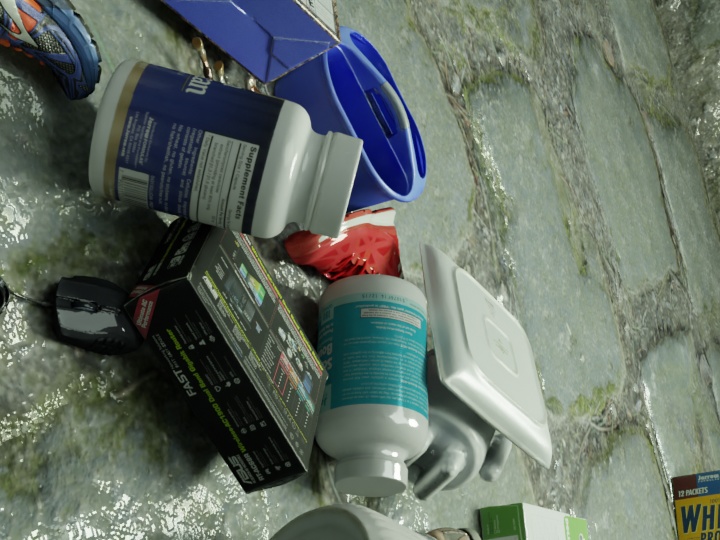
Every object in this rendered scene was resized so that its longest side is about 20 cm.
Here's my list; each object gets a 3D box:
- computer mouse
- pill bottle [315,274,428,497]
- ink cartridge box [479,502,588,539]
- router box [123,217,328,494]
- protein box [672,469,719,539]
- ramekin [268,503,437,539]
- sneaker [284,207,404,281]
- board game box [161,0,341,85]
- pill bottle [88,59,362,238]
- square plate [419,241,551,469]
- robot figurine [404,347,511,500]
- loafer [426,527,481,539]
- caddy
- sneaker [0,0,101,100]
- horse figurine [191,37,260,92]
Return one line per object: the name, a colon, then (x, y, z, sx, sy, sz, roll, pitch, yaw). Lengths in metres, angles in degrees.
computer mouse: (-0.224, 0.019, 0.797, 0.200, 0.034, 0.059, 25, 56, -53)
pill bottle: (0.011, 0.113, 1.073, 0.111, 0.110, 0.201, 36, 46, -47)
ink cartridge box: (0.222, 0.353, 1.365, 0.200, 0.059, 0.104, 26, 54, -53)
router box: (-0.104, 0.060, 0.919, 0.201, 0.062, 0.150, 62, 18, -21)
protein box: (0.668, 0.484, 1.983, 0.198, 0.134, 0.201, 36, 47, -47)
ramekin: (-0.017, 0.280, 0.868, 0.105, 0.200, 0.201, 42, 42, -30)
sneaker: (0.000, 0.000, 1.145, 0.200, 0.078, 0.116, -19, 91, -59)
board game box: (-0.109, -0.314, 1.065, 0.159, 0.097, 0.201, 35, 40, -48)
pill bottle: (-0.103, -0.089, 0.873, 0.111, 0.199, 0.112, -165, -90, -87)
square plate: (0.137, 0.084, 1.167, 0.200, 0.028, 0.199, 41, 29, -35)
robot figurine: (0.090, 0.155, 1.185, 0.170, 0.113, 0.200, 43, 36, -4)
loafer: (0.103, 0.371, 1.161, 0.063, 0.072, 0.201, 16, 55, -37)
caddy: (0.001, -0.160, 1.183, 0.201, 0.105, 0.141, 62, 33, -13)
sneaker: (-0.262, -0.197, 0.811, 0.075, 0.078, 0.200, 46, -9, 42)
horse figurine: (-0.117, -0.117, 1.012, 0.133, 0.050, 0.201, 68, 11, -58)
